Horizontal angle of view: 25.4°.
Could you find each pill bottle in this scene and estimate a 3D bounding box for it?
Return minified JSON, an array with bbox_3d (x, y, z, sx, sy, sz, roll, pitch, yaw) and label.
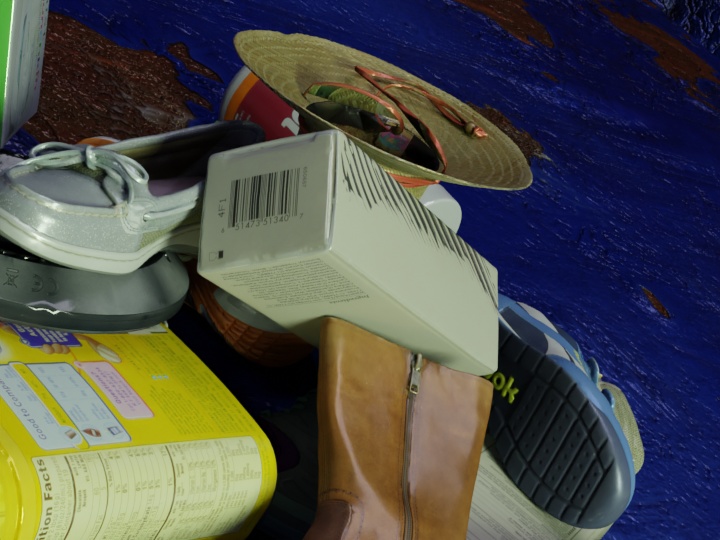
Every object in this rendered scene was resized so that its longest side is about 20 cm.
[{"bbox_3d":[-0.014,-0.085,1.262,0.200,0.113,0.113,46,25,28],"label":"pill bottle"}]

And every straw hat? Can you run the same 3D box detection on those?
[{"bbox_3d":[0.000,-0.060,0.924,0.201,0.085,0.201,24,20,-9],"label":"straw hat"}]

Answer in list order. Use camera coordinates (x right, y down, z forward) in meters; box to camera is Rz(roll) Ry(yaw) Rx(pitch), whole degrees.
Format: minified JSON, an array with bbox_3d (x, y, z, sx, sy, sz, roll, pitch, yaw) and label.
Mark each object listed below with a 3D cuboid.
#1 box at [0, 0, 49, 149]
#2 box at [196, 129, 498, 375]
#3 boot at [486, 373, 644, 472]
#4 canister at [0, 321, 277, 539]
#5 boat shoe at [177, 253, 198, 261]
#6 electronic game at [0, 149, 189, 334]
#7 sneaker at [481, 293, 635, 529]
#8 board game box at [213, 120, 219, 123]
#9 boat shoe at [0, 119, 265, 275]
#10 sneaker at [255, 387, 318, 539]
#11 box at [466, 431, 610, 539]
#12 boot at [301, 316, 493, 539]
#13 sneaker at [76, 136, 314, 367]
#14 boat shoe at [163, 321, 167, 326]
[{"bbox_3d":[-0.284,-0.133,0.893,0.200,0.097,0.176,8,13,-6],"label":"box"},{"bbox_3d":[0.000,0.000,0.856,0.200,0.082,0.069,38,50,-56],"label":"box"},{"bbox_3d":[0.111,0.072,1.172,0.155,0.072,0.200,22,20,-36],"label":"boot"},{"bbox_3d":[-0.150,0.083,0.767,0.149,0.087,0.200,44,23,28],"label":"canister"},{"bbox_3d":[-0.066,-0.032,0.982,0.200,0.063,0.073,0,65,-18],"label":"boat shoe"},{"bbox_3d":[-0.185,-0.019,0.832,0.200,0.042,0.200,20,17,-6],"label":"electronic game"},{"bbox_3d":[0.114,0.076,0.958,0.082,0.074,0.200,17,26,-38],"label":"sneaker"},{"bbox_3d":[-0.032,-0.004,1.104,0.200,0.029,0.135,48,-5,31],"label":"board game box"},{"bbox_3d":[-0.115,-0.044,0.805,0.074,0.065,0.202,30,19,26],"label":"boat shoe"},{"bbox_3d":[-0.030,0.091,0.939,0.087,0.074,0.200,26,24,-6],"label":"sneaker"},{"bbox_3d":[0.076,0.159,0.933,0.095,0.078,0.200,40,23,15],"label":"box"},{"bbox_3d":[-0.017,0.112,0.775,0.188,0.068,0.200,18,61,-21],"label":"boot"},{"bbox_3d":[-0.113,-0.016,1.050,0.200,0.076,0.092,42,8,-14],"label":"sneaker"},{"bbox_3d":[-0.179,-0.008,0.938,0.072,0.066,0.200,7,34,-47],"label":"boat shoe"}]
